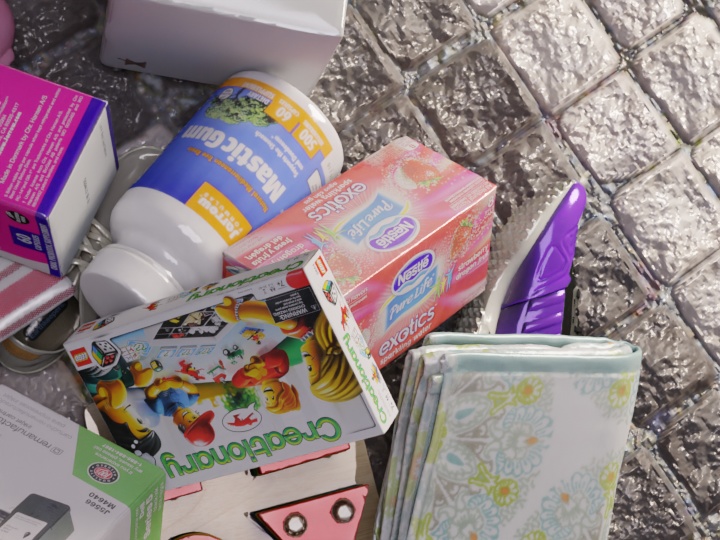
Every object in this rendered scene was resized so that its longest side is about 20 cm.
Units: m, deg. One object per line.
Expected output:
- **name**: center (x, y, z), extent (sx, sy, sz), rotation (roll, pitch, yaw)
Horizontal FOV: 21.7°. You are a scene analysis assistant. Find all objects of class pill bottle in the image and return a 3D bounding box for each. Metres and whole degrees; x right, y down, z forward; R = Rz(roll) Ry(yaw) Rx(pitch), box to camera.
- **pill bottle**: center (-0.110, -0.040, 1.355), extent (0.112, 0.112, 0.200), rotation (40, 63, -4)

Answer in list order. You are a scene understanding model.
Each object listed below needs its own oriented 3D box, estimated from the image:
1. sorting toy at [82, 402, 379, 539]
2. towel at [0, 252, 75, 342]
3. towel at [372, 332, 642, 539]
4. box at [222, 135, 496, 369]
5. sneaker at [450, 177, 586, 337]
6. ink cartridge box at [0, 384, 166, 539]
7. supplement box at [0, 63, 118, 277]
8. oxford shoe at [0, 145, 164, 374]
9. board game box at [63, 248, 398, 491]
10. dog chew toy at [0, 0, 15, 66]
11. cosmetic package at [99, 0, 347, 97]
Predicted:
- **sorting toy**: center (-0.083, 0.170, 1.378), extent (0.199, 0.070, 0.200), rotation (-14, 86, -12)
- **towel**: center (-0.315, -0.019, 1.351), extent (0.146, 0.030, 0.200), rotation (-32, 72, -14)
- **towel**: center (0.110, 0.132, 1.386), extent (0.199, 0.048, 0.172), rotation (3, 107, -28)
- **box**: center (0.000, 0.000, 1.345), extent (0.094, 0.103, 0.200), rotation (29, 44, 29)
- **sneaker**: center (0.138, 0.030, 1.442), extent (0.099, 0.070, 0.201), rotation (30, 83, -13)
- **ink cartridge box**: center (-0.245, 0.187, 1.253), extent (0.145, 0.084, 0.200), rotation (25, 40, 17)
- **supplement box**: center (-0.283, -0.089, 1.310), extent (0.199, 0.101, 0.104), rotation (21, 67, 7)
- **oxford shoe**: center (-0.198, -0.008, 1.385), extent (0.075, 0.058, 0.200), rotation (38, 77, -2)
- **board game box**: center (-0.089, 0.072, 1.260), extent (0.199, 0.035, 0.127), rotation (-18, 108, 27)
- **dog chew toy**: center (-0.333, -0.213, 1.356), extent (0.200, 0.124, 0.125), rotation (42, 78, -11)
- **cosmetic package**: center (-0.093, -0.253, 1.372), extent (0.165, 0.167, 0.201), rotation (9, 78, -9)
